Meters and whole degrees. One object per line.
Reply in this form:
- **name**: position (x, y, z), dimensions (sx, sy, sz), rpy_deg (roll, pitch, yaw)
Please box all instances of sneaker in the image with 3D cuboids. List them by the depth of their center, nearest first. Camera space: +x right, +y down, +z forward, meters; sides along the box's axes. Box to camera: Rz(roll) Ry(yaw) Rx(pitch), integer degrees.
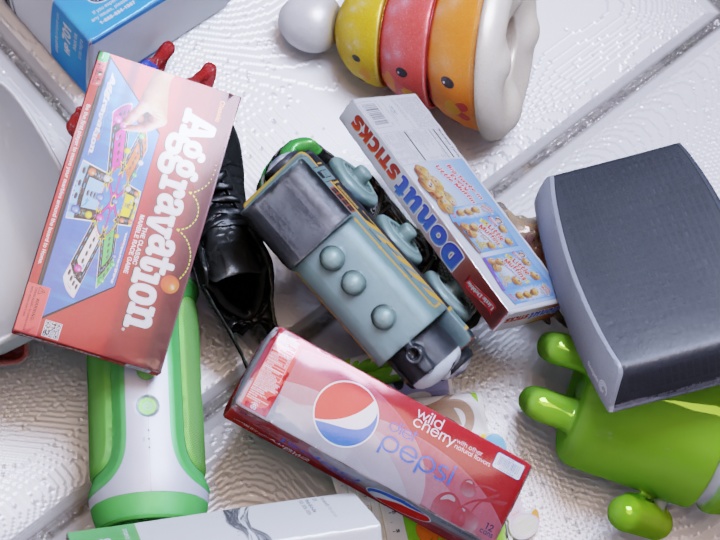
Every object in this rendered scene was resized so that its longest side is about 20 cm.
- **sneaker**: position (-0.095, -0.027, 1.268), dimensions (0.060, 0.200, 0.104), rpy_deg (-18, 33, -9)
- **sneaker**: position (0.006, -0.020, 1.324), dimensions (0.200, 0.085, 0.078), rpy_deg (37, 65, 6)

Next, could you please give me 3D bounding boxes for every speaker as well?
- **speaker**: position (-0.150, 0.086, 1.251), dimensions (0.088, 0.088, 0.200), rpy_deg (-1, 66, -9)

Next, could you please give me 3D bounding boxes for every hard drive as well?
- **hard drive**: position (0.201, -0.003, 1.238), dimensions (0.135, 0.042, 0.200), rpy_deg (-14, 49, 0)

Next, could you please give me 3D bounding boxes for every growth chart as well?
- **growth chart**: position (0.042, 0.144, 1.281), dimensions (0.145, 0.018, 0.200), rpy_deg (-21, 79, -15)

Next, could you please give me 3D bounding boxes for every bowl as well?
- **bowl**: position (-0.297, -0.017, 1.243), dimensions (0.200, 0.075, 0.200), rpy_deg (-24, 71, -19)

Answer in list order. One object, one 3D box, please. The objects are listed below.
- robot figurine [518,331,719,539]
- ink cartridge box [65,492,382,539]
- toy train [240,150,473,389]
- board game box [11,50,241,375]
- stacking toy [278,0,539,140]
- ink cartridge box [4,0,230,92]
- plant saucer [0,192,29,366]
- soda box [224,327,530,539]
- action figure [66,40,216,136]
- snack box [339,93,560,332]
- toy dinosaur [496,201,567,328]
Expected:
- **robot figurine**: position (0.217, 0.103, 1.282), dimensions (0.200, 0.116, 0.176), rpy_deg (20, 87, -1)
- **ink cartridge box**: position (-0.082, 0.234, 1.163), dimensions (0.200, 0.084, 0.146), rpy_deg (-8, 99, -12)
- **toy train**: position (0.000, 0.000, 1.235), dimensions (0.085, 0.114, 0.200), rpy_deg (-40, 88, 13)
- **board game box**: position (-0.156, -0.039, 1.209), dimensions (0.103, 0.019, 0.200), rpy_deg (17, 78, -12)
- **stacking toy**: position (0.032, -0.183, 1.402), dimensions (0.200, 0.146, 0.146), rpy_deg (8, 63, 16)
- **ink cartridge box**: position (-0.217, -0.261, 1.401), dimensions (0.146, 0.086, 0.200), rpy_deg (-37, 77, -22)
- **plant saucer**: position (-0.347, -0.010, 1.292), dimensions (0.200, 0.037, 0.200), rpy_deg (-5, 66, -11)
- **soda box**: position (0.010, 0.116, 1.225), dimensions (0.200, 0.070, 0.063), rpy_deg (30, 75, -4)
- **action figure**: position (-0.167, -0.110, 1.312), dimensions (0.065, 0.052, 0.200), rpy_deg (32, 29, 2)
- **snack box**: position (0.066, -0.045, 1.280), dimensions (0.072, 0.024, 0.200), rpy_deg (-10, 58, -48)
- **toy dinosaur**: position (0.191, 0.000, 1.331), dimensions (0.200, 0.086, 0.136), rpy_deg (27, 65, 19)
